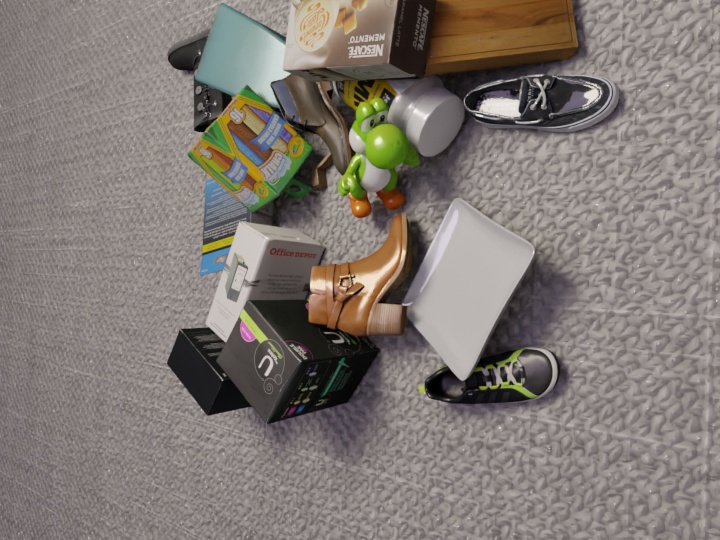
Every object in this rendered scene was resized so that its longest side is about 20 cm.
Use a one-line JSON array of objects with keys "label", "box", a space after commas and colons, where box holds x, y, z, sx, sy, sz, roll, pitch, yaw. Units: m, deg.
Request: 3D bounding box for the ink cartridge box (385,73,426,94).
[{"label": "ink cartridge box", "box": [0.097, -0.351, 0.798, 0.199, 0.047, 0.161, -36, 66, 0]}]

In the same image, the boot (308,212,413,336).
[{"label": "boot", "box": [0.000, 0.000, 0.849, 0.153, 0.074, 0.202, 5, 75, 15]}]

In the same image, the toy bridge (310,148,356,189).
[{"label": "toy bridge", "box": [-0.006, -0.200, 0.934, 0.199, 0.027, 0.068, -14, 79, 37]}]

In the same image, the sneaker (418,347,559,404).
[{"label": "sneaker", "box": [0.172, 0.156, 0.752, 0.199, 0.082, 0.072, -21, 76, 34]}]

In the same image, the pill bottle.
[{"label": "pill bottle", "box": [0.057, -0.267, 0.836, 0.200, 0.114, 0.115, 45, 113, 30]}]

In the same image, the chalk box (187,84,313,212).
[{"label": "chalk box", "box": [-0.177, -0.192, 0.962, 0.125, 0.200, 0.124, -19, 34, 57]}]

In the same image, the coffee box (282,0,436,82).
[{"label": "coffee box", "box": [-0.006, -0.322, 0.739, 0.199, 0.079, 0.116, 16, 101, 39]}]

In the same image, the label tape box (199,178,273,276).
[{"label": "label tape box", "box": [-0.242, -0.092, 1.068, 0.143, 0.063, 0.202, -11, 73, 36]}]

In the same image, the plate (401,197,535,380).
[{"label": "plate", "box": [0.148, 0.020, 0.771, 0.201, 0.032, 0.200, -66, 30, 16]}]

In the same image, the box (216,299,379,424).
[{"label": "box", "box": [-0.097, 0.137, 0.883, 0.148, 0.199, 0.125, 41, 112, 31]}]

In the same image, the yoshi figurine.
[{"label": "yoshi figurine", "box": [0.026, -0.151, 0.801, 0.111, 0.201, 0.113, 20, 60, 14]}]

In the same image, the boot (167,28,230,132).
[{"label": "boot", "box": [-0.351, -0.396, 1.184, 0.164, 0.065, 0.202, -11, 86, 38]}]

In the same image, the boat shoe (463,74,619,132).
[{"label": "boat shoe", "box": [0.234, -0.229, 0.729, 0.199, 0.068, 0.073, 11, 95, 36]}]

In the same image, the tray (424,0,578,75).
[{"label": "tray", "box": [0.180, -0.326, 0.729, 0.198, 0.037, 0.100, -6, 84, 1]}]

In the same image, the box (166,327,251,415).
[{"label": "box", "box": [-0.215, 0.169, 0.969, 0.141, 0.199, 0.079, 35, 108, 33]}]

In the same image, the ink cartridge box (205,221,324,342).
[{"label": "ink cartridge box", "box": [-0.169, 0.025, 0.975, 0.084, 0.145, 0.202, 31, 106, 35]}]

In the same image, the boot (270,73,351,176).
[{"label": "boot", "box": [-0.078, -0.237, 0.899, 0.096, 0.075, 0.202, -17, 83, -7]}]

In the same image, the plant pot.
[{"label": "plant pot", "box": [-0.166, -0.365, 0.995, 0.199, 0.141, 0.142, 33, 107, 25]}]
